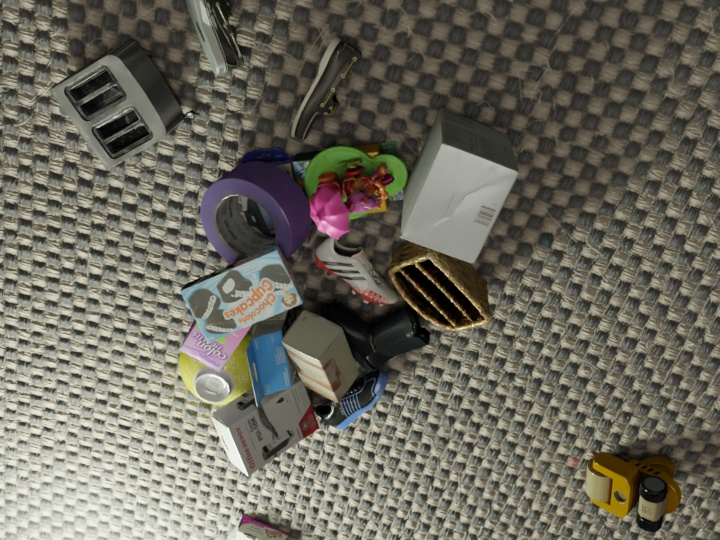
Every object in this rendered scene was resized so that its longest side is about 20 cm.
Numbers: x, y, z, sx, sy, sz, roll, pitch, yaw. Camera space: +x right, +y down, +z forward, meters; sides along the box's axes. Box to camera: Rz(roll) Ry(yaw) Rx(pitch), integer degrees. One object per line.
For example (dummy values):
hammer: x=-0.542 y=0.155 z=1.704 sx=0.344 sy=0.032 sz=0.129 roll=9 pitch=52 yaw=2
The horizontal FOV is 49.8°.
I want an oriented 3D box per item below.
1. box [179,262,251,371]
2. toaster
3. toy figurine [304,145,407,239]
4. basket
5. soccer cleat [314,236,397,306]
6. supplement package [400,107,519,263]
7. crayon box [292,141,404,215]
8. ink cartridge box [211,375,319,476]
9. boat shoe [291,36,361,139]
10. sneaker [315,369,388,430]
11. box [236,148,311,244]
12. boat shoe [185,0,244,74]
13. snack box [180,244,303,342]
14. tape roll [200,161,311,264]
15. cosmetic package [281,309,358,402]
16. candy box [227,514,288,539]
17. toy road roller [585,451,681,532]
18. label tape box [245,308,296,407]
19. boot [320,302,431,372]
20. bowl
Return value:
box: x=-0.264 y=0.070 z=1.589 sx=0.097 sy=0.176 sz=0.200 roll=30 pitch=117 yaw=-11
toaster: x=-0.441 y=-0.307 z=1.436 sx=0.200 sy=0.119 sz=0.181 roll=-23 pitch=114 yaw=17
toy figurine: x=-0.015 y=-0.128 z=1.394 sx=0.199 sy=0.184 sz=0.150 roll=-9 pitch=117 yaw=10
basket: x=0.150 y=0.036 z=1.546 sx=0.143 sy=0.149 sz=0.200 roll=-37 pitch=110 yaw=22
soccer cleat: x=0.000 y=0.000 z=1.588 sx=0.200 sy=0.069 sz=0.085 roll=33 pitch=121 yaw=-7
supplement package: x=0.176 y=-0.157 z=1.409 sx=0.147 sy=0.200 sz=0.192 roll=20 pitch=119 yaw=-6
crayon box: x=-0.021 y=-0.173 z=1.505 sx=0.199 sy=0.052 sz=0.126 roll=-6 pitch=117 yaw=8
ink cartridge box: x=-0.208 y=0.335 z=1.717 sx=0.200 sy=0.083 sz=0.147 roll=-31 pitch=120 yaw=-26
boat shoe: x=-0.065 y=-0.322 z=1.417 sx=0.060 sy=0.072 sz=0.201 roll=27 pitch=115 yaw=-4
sneaker: x=-0.021 y=0.282 z=1.739 sx=0.078 sy=0.070 sz=0.200 roll=32 pitch=118 yaw=-19
box: x=-0.176 y=-0.141 z=1.544 sx=0.119 sy=0.042 sz=0.200 roll=-7 pitch=120 yaw=10
boat shoe: x=-0.263 y=-0.454 z=1.375 sx=0.064 sy=0.071 sz=0.200 roll=-24 pitch=109 yaw=-18
snack box: x=-0.220 y=0.044 z=1.450 sx=0.200 sy=0.037 sz=0.116 roll=-23 pitch=108 yaw=6
tape roll: x=-0.200 y=-0.101 z=1.482 sx=0.200 sy=0.085 sz=0.200 roll=14 pitch=126 yaw=21
cosmetic package: x=-0.081 y=0.182 z=1.617 sx=0.103 sy=0.087 sz=0.200 roll=24 pitch=153 yaw=27
candy box: x=-0.289 y=0.743 z=2.019 sx=0.136 sy=0.061 sz=0.200 roll=26 pitch=118 yaw=-8
toy road roller: x=0.631 y=0.484 z=1.773 sx=0.200 sy=0.146 sz=0.123 roll=20 pitch=127 yaw=38
label tape box: x=-0.176 y=0.168 z=1.619 sx=0.063 sy=0.200 sz=0.145 roll=-3 pitch=118 yaw=8
boot: x=0.035 y=0.112 z=1.638 sx=0.168 sy=0.076 sz=0.200 roll=-31 pitch=114 yaw=21
bowl: x=-0.316 y=0.231 z=1.720 sx=0.200 sy=0.108 sz=0.201 roll=2 pitch=119 yaw=4
